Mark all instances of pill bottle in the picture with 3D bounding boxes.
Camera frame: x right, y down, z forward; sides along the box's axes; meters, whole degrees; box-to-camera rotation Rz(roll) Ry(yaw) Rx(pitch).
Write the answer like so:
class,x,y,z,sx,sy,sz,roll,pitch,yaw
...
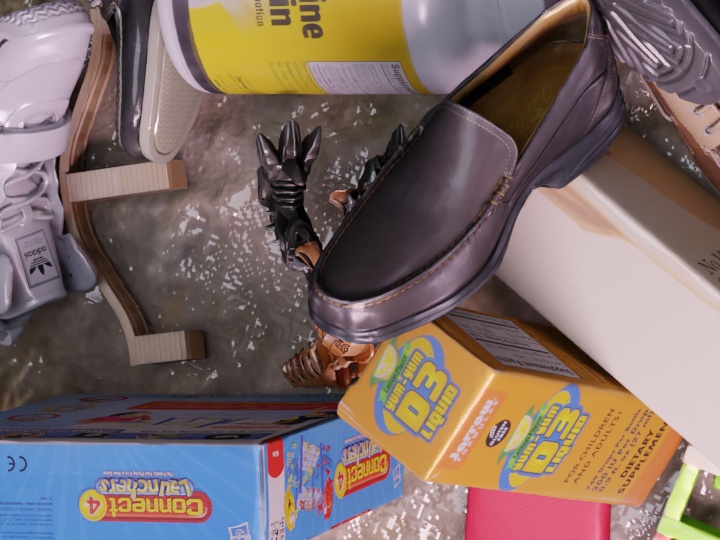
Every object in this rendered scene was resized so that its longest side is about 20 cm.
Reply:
class,x,y,z,sx,sy,sz,roll,pitch,yaw
pill bottle,0.007,-0.144,1.258,0.198,0.112,0.113,1,94,20

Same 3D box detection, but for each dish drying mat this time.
class,x,y,z,sx,sy,sz,roll,pitch,yaw
dish drying mat,0.089,0.205,1.299,0.076,0.018,0.202,3,93,18

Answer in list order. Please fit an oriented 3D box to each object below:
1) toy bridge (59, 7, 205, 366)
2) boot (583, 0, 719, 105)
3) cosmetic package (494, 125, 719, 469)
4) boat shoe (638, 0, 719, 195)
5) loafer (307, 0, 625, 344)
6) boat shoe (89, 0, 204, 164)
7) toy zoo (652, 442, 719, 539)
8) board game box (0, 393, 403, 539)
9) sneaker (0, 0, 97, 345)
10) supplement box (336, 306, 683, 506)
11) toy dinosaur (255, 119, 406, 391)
class,x,y,z,sx,sy,sz,roll,pitch,yaw
toy bridge,-0.128,-0.048,1.359,0.067,0.027,0.202,-7,89,21
boot,0.165,-0.198,1.184,0.165,0.066,0.200,43,69,3
cosmetic package,0.167,0.024,1.210,0.200,0.105,0.071,41,115,12
boat shoe,0.170,-0.094,1.221,0.076,0.072,0.201,-38,80,18
loafer,0.044,-0.049,1.128,0.072,0.200,0.073,26,146,27
boat shoe,-0.113,-0.154,1.313,0.067,0.072,0.202,-1,84,19
toy zoo,0.187,0.200,1.252,0.130,0.020,0.201,23,101,10
board game box,-0.102,0.100,1.268,0.198,0.196,0.056,-1,93,21
sneaker,-0.174,-0.048,1.321,0.115,0.075,0.200,58,137,15
supplement box,0.078,0.065,1.193,0.069,0.199,0.067,41,107,35
toy dinosaur,0.000,0.000,1.255,0.200,0.102,0.137,-36,58,33
